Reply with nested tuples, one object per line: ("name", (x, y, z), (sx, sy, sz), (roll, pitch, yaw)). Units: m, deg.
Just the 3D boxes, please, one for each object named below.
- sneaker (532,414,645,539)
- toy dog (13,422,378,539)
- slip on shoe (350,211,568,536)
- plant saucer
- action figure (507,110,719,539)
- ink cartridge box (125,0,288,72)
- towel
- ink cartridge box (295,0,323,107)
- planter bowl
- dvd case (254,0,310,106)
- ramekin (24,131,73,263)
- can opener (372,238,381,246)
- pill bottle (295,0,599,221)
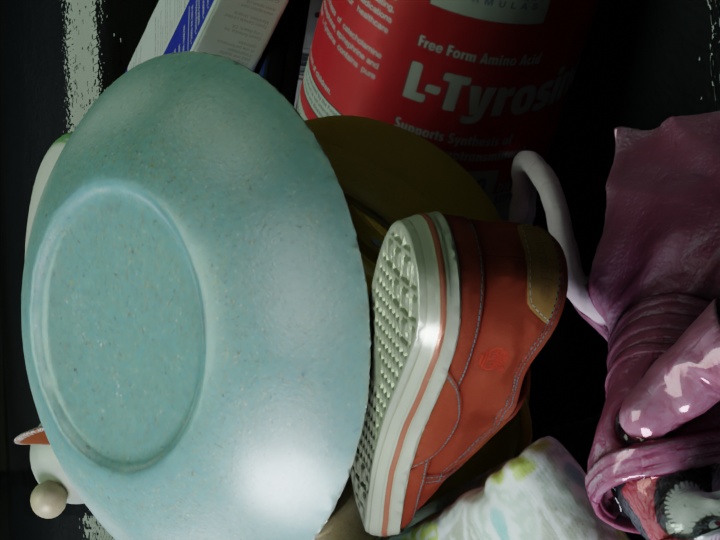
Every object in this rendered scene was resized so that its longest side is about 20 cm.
("sneaker", (0.096, 0.105, 1.023), (0.200, 0.078, 0.066), (-11, 43, 58))
("toy dog", (-0.077, 0.095, 1.052), (0.096, 0.132, 0.200), (-52, 7, -32))
("slip on shoe", (0.029, 0.041, 0.913), (0.200, 0.061, 0.074), (109, 155, -60))
("plant saucer", (-0.076, 0.021, 0.942), (0.201, 0.039, 0.202), (7, 99, 47))
("action figure", (0.105, 0.026, 0.860), (0.134, 0.148, 0.200), (85, -164, -46))
("ink cartridge box", (-0.058, -0.129, 1.134), (0.200, 0.037, 0.095), (-58, 24, 36))
("towel", (0.073, 0.162, 0.982), (0.171, 0.048, 0.200), (53, 152, 2))
("ink cartridge box", (-0.026, -0.125, 1.273), (0.145, 0.084, 0.201), (-121, 37, -50))
("planter bowl", (0.000, 0.000, 1.026), (0.084, 0.200, 0.200), (-52, 0, -33))
("dvd case", (-0.068, -0.054, 1.193), (0.200, 0.017, 0.143), (133, 148, -58))
("ramekin", (-0.132, 0.008, 1.521), (0.200, 0.097, 0.201), (179, 90, -68))
("can opener", (0.044, 0.056, 1.146), (0.066, 0.052, 0.201), (-15, 79, 56))
("pill bottle", (0.045, -0.123, 1.062), (0.112, 0.112, 0.201), (-115, 32, -46))
